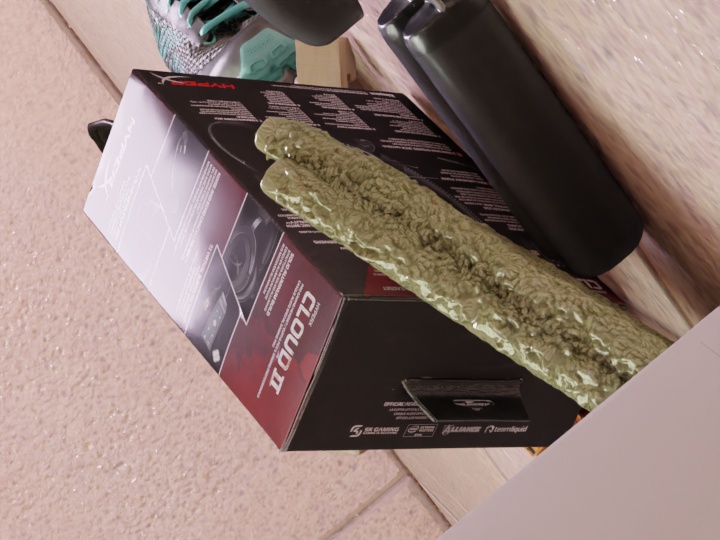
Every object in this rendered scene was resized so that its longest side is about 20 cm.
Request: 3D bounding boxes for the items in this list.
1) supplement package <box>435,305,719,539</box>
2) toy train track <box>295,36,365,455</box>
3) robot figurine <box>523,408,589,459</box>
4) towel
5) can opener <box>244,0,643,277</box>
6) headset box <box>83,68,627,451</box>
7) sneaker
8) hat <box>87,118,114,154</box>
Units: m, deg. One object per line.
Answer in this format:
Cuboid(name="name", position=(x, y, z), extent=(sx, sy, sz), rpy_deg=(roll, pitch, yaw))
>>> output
Cuboid(name="supplement package", position=(0.098, 0.112, 0.699), extent=(0.121, 0.200, 0.120), rpy_deg=(55, 173, -36))
Cuboid(name="toy train track", position=(-0.008, -0.013, 1.237), extent=(0.033, 0.114, 0.201), rpy_deg=(-30, -60, -61))
Cuboid(name="robot figurine", position=(0.091, 0.061, 1.212), extent=(0.200, 0.058, 0.145), rpy_deg=(47, 174, 48))
Cuboid(name="towel", position=(0.061, 0.015, 0.901), extent=(0.200, 0.037, 0.148), rpy_deg=(34, -178, 28))
Cuboid(name="can opener", position=(0.020, -0.073, 0.886), extent=(0.200, 0.066, 0.053), rpy_deg=(48, 178, -22))
Cuboid(name="headset box", position=(0.000, 0.000, 1.076), extent=(0.149, 0.077, 0.200), rpy_deg=(1, -148, -38))
Cuboid(name="sneaker", position=(-0.078, -0.126, 1.329), extent=(0.091, 0.077, 0.200), rpy_deg=(57, 172, -11))
Cuboid(name="hat", position=(-0.053, -0.012, 1.330), extent=(0.200, 0.081, 0.201), rpy_deg=(16, 168, 3))
